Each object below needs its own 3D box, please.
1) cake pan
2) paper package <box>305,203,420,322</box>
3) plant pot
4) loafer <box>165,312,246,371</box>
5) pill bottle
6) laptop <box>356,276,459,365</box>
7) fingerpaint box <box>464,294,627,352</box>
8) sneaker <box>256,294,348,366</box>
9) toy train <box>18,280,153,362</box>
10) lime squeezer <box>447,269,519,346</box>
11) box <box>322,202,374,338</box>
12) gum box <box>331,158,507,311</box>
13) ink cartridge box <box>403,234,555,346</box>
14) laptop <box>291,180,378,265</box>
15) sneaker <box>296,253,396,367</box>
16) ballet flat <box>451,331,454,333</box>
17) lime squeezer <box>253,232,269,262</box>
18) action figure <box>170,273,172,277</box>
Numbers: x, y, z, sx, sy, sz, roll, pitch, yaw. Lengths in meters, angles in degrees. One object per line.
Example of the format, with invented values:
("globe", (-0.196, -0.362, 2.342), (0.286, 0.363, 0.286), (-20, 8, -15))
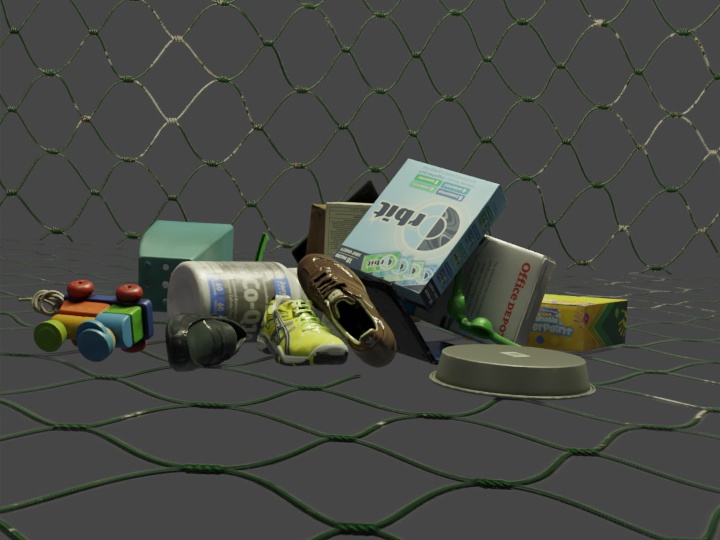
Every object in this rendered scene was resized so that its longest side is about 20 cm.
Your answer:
("cake pan", (0.182, 0.119, 1.343), (0.198, 0.037, 0.200), (3, 4, 0))
("paper package", (0.010, -0.008, 1.849), (0.199, 0.192, 0.103), (-2, 16, -40))
("plant pot", (-0.301, 0.004, 1.862), (0.140, 0.143, 0.200), (4, 10, 5))
("loafer", (-0.184, 0.082, 1.341), (0.070, 0.069, 0.201), (-5, 0, 6))
("pill bottle", (-0.157, 0.044, 1.556), (0.199, 0.115, 0.113), (0, 6, -35))
("laptop", (0.078, 0.064, 1.539), (0.103, 0.201, 0.177), (-38, 21, -20))
("fingerpaint box", (0.285, 0.077, 1.716), (0.199, 0.074, 0.166), (4, 3, 34))
("sneaker", (-0.080, 0.078, 1.428), (0.075, 0.077, 0.200), (3, 5, -31))
("toy train", (-0.370, 0.067, 1.398), (0.198, 0.085, 0.116), (4, 18, 16))
("lime squeezer", (0.163, 0.061, 1.527), (0.070, 0.200, 0.038), (-24, -23, -32))
("box", (0.000, 0.000, 1.679), (0.094, 0.202, 0.078), (6, 5, 30))
("gum box", (0.080, -0.054, 1.556), (0.169, 0.200, 0.045), (21, -25, 39))
("ink cartridge box", (0.161, 0.020, 1.610), (0.199, 0.147, 0.084), (22, 3, 23))
("laptop", (-0.043, -0.041, 1.949), (0.187, 0.201, 0.116), (-44, 42, -17))
("sneaker", (-0.022, 0.035, 1.434), (0.200, 0.070, 0.076), (47, -6, 32))
("ballet flat", (0.171, 0.075, 1.792), (0.068, 0.069, 0.199), (-6, -12, 33))
("lime squeezer", (-0.183, 0.043, 1.622), (0.038, 0.200, 0.071), (29, -22, 28))
("action figure", (-0.183, 0.042, 1.698), (0.198, 0.066, 0.099), (-6, 40, -14))
